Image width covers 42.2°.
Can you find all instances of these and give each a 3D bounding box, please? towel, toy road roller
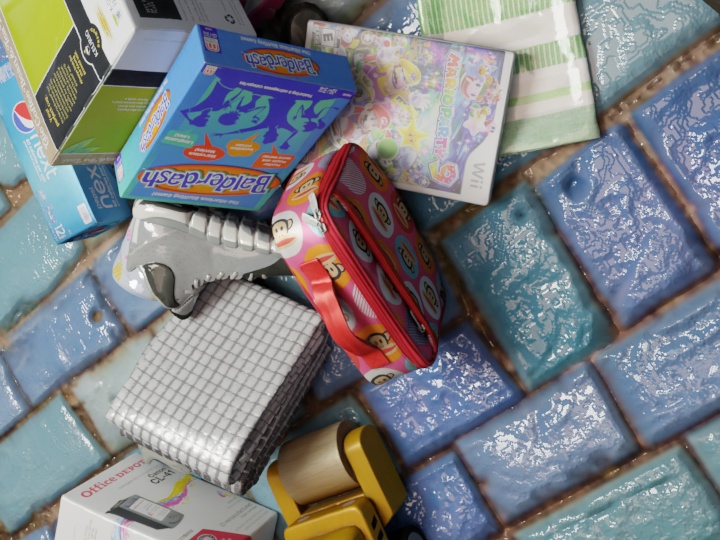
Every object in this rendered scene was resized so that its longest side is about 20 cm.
[{"bbox_3d":[-0.139,0.110,0.963,0.165,0.086,0.201,21,66,25],"label":"towel"},{"bbox_3d":[0.130,-0.208,0.869,0.152,0.023,0.201,-9,95,23],"label":"towel"},{"bbox_3d":[-0.025,0.268,0.948,0.122,0.146,0.201,-25,89,24],"label":"toy road roller"}]

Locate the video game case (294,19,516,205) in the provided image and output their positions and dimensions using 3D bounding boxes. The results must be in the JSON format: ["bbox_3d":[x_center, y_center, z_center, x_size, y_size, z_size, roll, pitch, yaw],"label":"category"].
[{"bbox_3d":[0.037,-0.150,0.885,0.199,0.018,0.144,12,107,13],"label":"video game case"}]

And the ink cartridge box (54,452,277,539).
[{"bbox_3d":[-0.214,0.293,1.032,0.199,0.147,0.086,19,106,18],"label":"ink cartridge box"}]

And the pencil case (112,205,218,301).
[{"bbox_3d":[-0.201,-0.066,1.000,0.090,0.083,0.201,21,108,0],"label":"pencil case"}]

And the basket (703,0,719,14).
[{"bbox_3d":[0.312,-0.271,0.725,0.200,0.136,0.181,36,107,18],"label":"basket"}]

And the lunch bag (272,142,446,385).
[{"bbox_3d":[0.000,0.000,0.852,0.082,0.177,0.201,-23,115,25],"label":"lunch bag"}]

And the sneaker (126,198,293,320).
[{"bbox_3d":[-0.142,0.001,0.948,0.199,0.075,0.116,17,102,-5],"label":"sneaker"}]

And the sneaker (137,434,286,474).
[{"bbox_3d":[-0.168,0.186,1.045,0.199,0.076,0.093,3,114,26],"label":"sneaker"}]

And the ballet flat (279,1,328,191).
[{"bbox_3d":[-0.053,-0.168,0.948,0.066,0.057,0.201,3,107,-3],"label":"ballet flat"}]

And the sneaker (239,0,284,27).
[{"bbox_3d":[-0.069,-0.323,0.901,0.199,0.081,0.089,-28,67,12],"label":"sneaker"}]

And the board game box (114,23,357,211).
[{"bbox_3d":[-0.119,-0.130,0.857,0.200,0.151,0.045,-43,54,45],"label":"board game box"}]

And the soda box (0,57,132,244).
[{"bbox_3d":[-0.326,-0.135,1.011,0.064,0.068,0.201,-23,90,24],"label":"soda box"}]

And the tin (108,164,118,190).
[{"bbox_3d":[-0.270,-0.175,1.038,0.111,0.042,0.201,27,108,12],"label":"tin"}]

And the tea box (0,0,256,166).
[{"bbox_3d":[-0.228,-0.234,0.863,0.197,0.133,0.201,-39,69,40],"label":"tea box"}]
